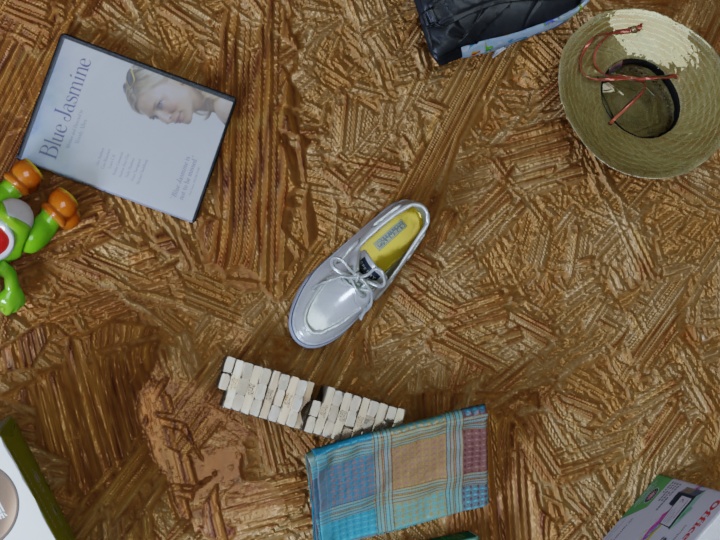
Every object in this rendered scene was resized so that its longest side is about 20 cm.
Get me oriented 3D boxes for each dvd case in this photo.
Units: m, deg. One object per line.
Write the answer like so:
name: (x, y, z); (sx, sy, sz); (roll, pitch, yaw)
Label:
dvd case: (-0.247, -0.151, 1.491); (0.199, 0.018, 0.144); (19, 85, -9)

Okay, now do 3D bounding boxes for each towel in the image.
towel: (0.042, 0.221, 1.488); (0.199, 0.022, 0.147); (-13, 127, -11)

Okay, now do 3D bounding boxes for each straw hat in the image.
straw hat: (0.306, -0.185, 1.560); (0.199, 0.085, 0.203); (1, 76, -4)

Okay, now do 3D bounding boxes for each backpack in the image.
backpack: (0.158, -0.320, 1.520); (0.199, 0.154, 0.164); (-17, 88, 11)

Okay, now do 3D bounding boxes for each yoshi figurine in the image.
yoshi figurine: (-0.383, -0.011, 1.437); (0.200, 0.112, 0.112); (-51, 138, -22)

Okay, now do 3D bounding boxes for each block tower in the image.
block tower: (-0.056, 0.145, 1.496); (0.199, 0.058, 0.054); (18, 85, -7)

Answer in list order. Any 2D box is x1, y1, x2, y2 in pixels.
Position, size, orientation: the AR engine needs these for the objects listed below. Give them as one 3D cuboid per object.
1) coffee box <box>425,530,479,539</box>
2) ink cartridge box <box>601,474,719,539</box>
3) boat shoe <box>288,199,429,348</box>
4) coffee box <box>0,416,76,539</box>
coffee box: (0.040, 0.361, 1.510); (0.198, 0.044, 0.124); (-12, 90, -10)
ink cartridge box: (0.337, 0.304, 1.487); (0.084, 0.200, 0.145); (44, 81, -6)
boat shoe: (0.004, 0.003, 1.496); (0.202, 0.086, 0.075); (-44, 95, -9)
coffee box: (-0.383, 0.279, 1.356); (0.197, 0.200, 0.201); (-28, 93, -10)
